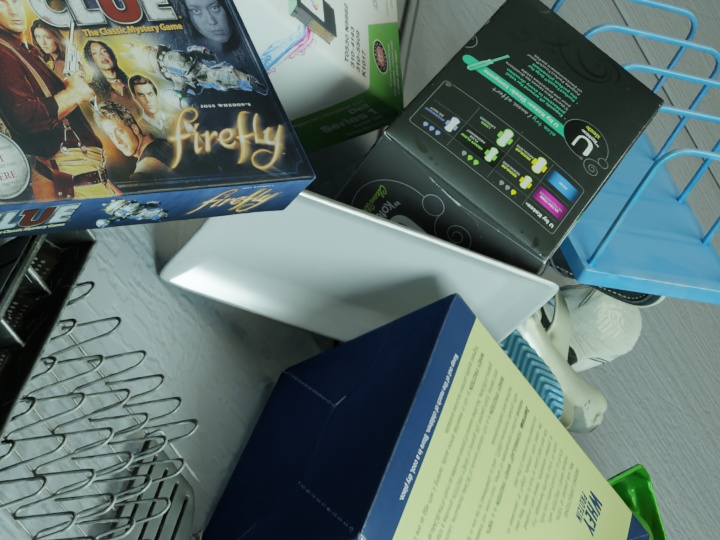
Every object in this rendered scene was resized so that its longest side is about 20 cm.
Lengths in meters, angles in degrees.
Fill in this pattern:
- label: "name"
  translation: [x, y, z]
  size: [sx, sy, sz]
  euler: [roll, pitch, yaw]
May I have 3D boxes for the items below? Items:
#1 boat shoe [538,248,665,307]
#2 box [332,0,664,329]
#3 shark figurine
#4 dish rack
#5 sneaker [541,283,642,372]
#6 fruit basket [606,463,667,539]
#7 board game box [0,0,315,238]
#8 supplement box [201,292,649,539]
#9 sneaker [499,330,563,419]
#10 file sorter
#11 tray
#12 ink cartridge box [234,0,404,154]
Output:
- label: "boat shoe"
  translation: [0.141, -0.033, 1.378]
  size: [0.200, 0.075, 0.062]
  euler: [37, 40, 1]
- label: "box"
  translation: [0.072, -0.053, 1.159]
  size: [0.124, 0.149, 0.200]
  euler: [39, 45, 2]
- label: "shark figurine"
  translation: [0.093, 0.039, 1.284]
  size: [0.215, 0.089, 0.128]
  euler: [65, 25, -11]
- label: "dish rack"
  translation: [-0.129, 0.090, 0.877]
  size: [0.200, 0.055, 0.153]
  euler: [57, 32, -29]
- label: "sneaker"
  translation: [0.133, 0.048, 1.400]
  size: [0.200, 0.072, 0.072]
  euler: [-1, 78, -48]
- label: "fruit basket"
  translation: [0.208, 0.237, 1.275]
  size: [0.155, 0.216, 0.216]
  euler: [-8, 82, -63]
- label: "board game box"
  translation: [-0.130, -0.086, 0.888]
  size: [0.200, 0.035, 0.136]
  euler: [-8, 66, -43]
- label: "supplement box"
  translation: [0.036, 0.163, 1.018]
  size: [0.200, 0.134, 0.200]
  euler: [50, 36, -20]
- label: "sneaker"
  translation: [0.053, 0.039, 1.235]
  size: [0.076, 0.081, 0.200]
  euler: [-12, 63, -34]
- label: "file sorter"
  translation: [0.203, -0.093, 1.329]
  size: [0.139, 0.123, 0.200]
  euler: [8, 40, -29]
- label: "tray"
  translation: [0.000, 0.000, 1.032]
  size: [0.200, 0.107, 0.022]
  euler: [19, 49, -25]
- label: "ink cartridge box"
  translation: [-0.060, -0.181, 1.128]
  size: [0.200, 0.084, 0.145]
  euler: [34, 46, -52]
